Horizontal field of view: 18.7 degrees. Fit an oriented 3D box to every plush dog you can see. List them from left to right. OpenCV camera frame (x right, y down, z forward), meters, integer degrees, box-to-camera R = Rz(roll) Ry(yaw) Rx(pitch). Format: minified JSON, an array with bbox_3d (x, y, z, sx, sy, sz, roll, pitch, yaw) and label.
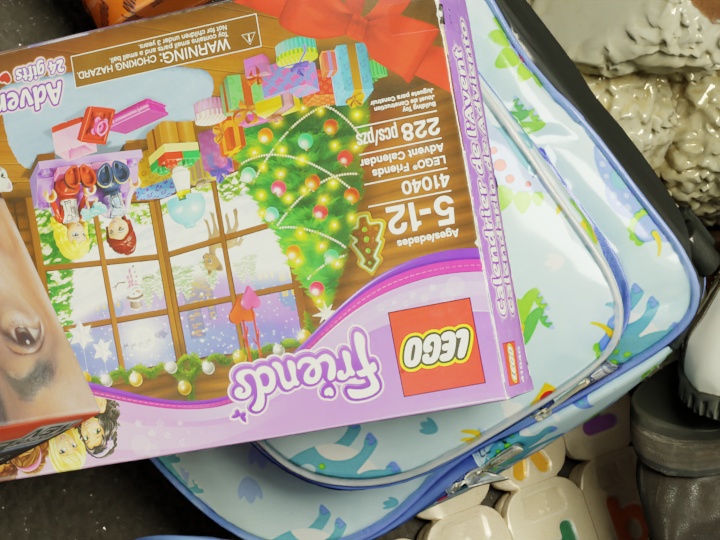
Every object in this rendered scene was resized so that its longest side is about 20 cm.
[{"bbox_3d":[0.122,-0.066,0.927,0.172,0.160,0.200,0,106,-43],"label":"plush dog"}]

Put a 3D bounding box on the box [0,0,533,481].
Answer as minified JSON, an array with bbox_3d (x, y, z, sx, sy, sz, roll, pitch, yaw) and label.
[{"bbox_3d":[-0.054,-0.012,0.698,0.039,0.200,0.137,-6,85,-72],"label":"box"}]

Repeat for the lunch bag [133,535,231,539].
[{"bbox_3d":[-0.019,0.167,0.768,0.200,0.136,0.133,6,77,-19],"label":"lunch bag"}]

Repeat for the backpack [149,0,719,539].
[{"bbox_3d":[0.000,0.000,0.780,0.183,0.200,0.147,54,15,4],"label":"backpack"}]

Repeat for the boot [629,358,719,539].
[{"bbox_3d":[0.167,0.112,0.892,0.200,0.069,0.175,-17,117,-35],"label":"boot"}]

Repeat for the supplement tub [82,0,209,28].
[{"bbox_3d":[-0.100,-0.197,0.825,0.122,0.122,0.200,-28,92,-31],"label":"supplement tub"}]

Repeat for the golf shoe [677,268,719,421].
[{"bbox_3d":[0.167,-0.007,0.828,0.200,0.078,0.095,-54,150,-61],"label":"golf shoe"}]

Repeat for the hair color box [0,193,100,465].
[{"bbox_3d":[-0.164,-0.031,0.655,0.200,0.064,0.111,65,17,7],"label":"hair color box"}]

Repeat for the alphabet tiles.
[{"bbox_3d":[0.085,0.135,0.909,0.200,0.015,0.196,-18,87,-31],"label":"alphabet tiles"}]
